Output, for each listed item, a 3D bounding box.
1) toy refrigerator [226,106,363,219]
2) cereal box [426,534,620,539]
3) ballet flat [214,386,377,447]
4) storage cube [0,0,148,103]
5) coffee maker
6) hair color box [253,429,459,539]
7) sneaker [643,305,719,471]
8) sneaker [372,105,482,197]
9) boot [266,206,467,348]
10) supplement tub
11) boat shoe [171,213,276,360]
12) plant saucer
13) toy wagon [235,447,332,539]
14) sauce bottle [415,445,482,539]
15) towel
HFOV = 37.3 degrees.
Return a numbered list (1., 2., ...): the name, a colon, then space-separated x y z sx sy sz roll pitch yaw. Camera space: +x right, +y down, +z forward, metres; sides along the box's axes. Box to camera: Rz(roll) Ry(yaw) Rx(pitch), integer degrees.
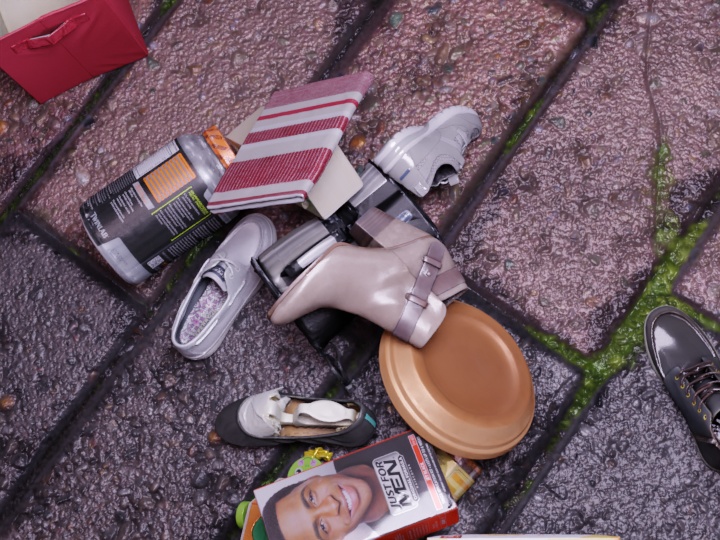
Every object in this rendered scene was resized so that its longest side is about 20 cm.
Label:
1. toy refrigerator: -0.084 -0.130 1.269 0.070 0.076 0.200 -42 33 -11
2. cereal box: 0.174 0.305 1.151 0.199 0.144 0.040 -1 76 7
3. ballet flat: -0.080 0.169 1.260 0.199 0.068 0.068 -1 60 8
4. storage cube: -0.402 -0.354 1.378 0.170 0.180 0.201 -24 73 2
5. coffee maker: 0.000 0.000 1.272 0.200 0.135 0.192 -38 111 -1
6. hair color box: -0.004 0.255 1.153 0.199 0.061 0.102 -21 62 -3
7. sneaker: 0.382 0.122 1.184 0.075 0.106 0.201 -24 74 2
8. sneaker: 0.092 -0.134 1.268 0.082 0.200 0.075 51 132 5
9. boot: 0.017 0.029 1.154 0.146 0.070 0.200 44 73 4
10. supplement tub: -0.234 -0.084 1.317 0.200 0.123 0.123 -34 74 -1
11. boat shoe: -0.171 0.014 1.311 0.072 0.069 0.200 33 83 14
12. plant saucer: 0.116 0.113 1.200 0.199 0.037 0.201 17 50 -20
13. toy wagon: -0.076 0.294 1.218 0.154 0.040 0.201 -2 61 27
14. sauce bottle: 0.052 0.279 1.218 0.066 0.066 0.200 42 89 15
15. towel: -0.076 -0.141 1.185 0.144 0.023 0.200 -6 44 36
